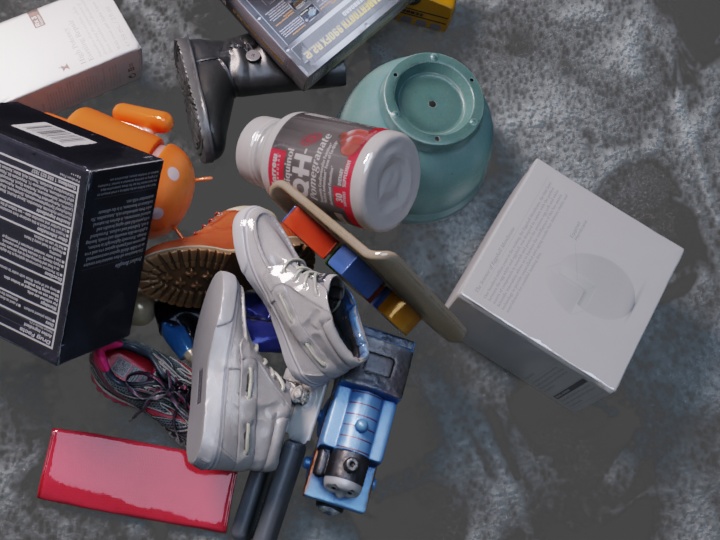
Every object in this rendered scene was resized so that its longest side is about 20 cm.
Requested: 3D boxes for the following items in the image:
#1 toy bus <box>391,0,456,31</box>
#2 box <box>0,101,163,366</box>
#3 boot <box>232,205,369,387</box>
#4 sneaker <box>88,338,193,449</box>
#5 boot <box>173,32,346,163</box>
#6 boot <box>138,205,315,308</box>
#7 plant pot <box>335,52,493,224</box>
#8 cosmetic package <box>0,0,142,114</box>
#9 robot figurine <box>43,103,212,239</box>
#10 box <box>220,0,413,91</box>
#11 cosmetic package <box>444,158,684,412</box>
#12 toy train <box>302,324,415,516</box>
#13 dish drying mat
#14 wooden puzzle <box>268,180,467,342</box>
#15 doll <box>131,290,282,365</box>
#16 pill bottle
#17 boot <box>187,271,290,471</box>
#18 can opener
[{"bbox_3d":[0.025,-0.370,1.281,0.199,0.078,0.065,13,70,-6],"label":"toy bus"},{"bbox_3d":[-0.324,-0.044,1.003,0.199,0.123,0.200,22,109,19],"label":"box"},{"bbox_3d":[-0.054,0.014,1.022,0.073,0.095,0.201,-23,88,-48],"label":"boot"},{"bbox_3d":[-0.198,0.135,1.063,0.199,0.075,0.081,23,68,-2],"label":"sneaker"},{"bbox_3d":[-0.112,-0.220,1.216,0.199,0.066,0.166,-10,74,-18],"label":"boot"},{"bbox_3d":[-0.161,-0.021,1.108,0.199,0.075,0.107,-7,40,-29],"label":"boot"},{"bbox_3d":[0.073,-0.174,1.190,0.199,0.134,0.202,3,69,-9],"label":"plant pot"},{"bbox_3d":[-0.366,-0.243,1.169,0.199,0.074,0.102,-29,77,-19],"label":"cosmetic package"},{"bbox_3d":[-0.269,-0.108,1.113,0.199,0.117,0.144,24,43,-3],"label":"robot figurine"},{"bbox_3d":[-0.045,-0.336,1.195,0.200,0.048,0.158,-43,88,-14],"label":"box"},{"bbox_3d":[0.225,0.019,1.155,0.199,0.123,0.200,33,68,1],"label":"cosmetic package"},{"bbox_3d":[-0.004,0.159,1.068,0.086,0.114,0.201,18,68,-3],"label":"toy train"},{"bbox_3d":[-0.232,0.220,1.056,0.199,0.018,0.077,12,76,-7],"label":"dish drying mat"},{"bbox_3d":[0.000,0.000,1.056,0.046,0.185,0.200,-51,46,-6],"label":"wooden puzzle"},{"bbox_3d":[-0.165,0.053,1.108,0.199,0.049,0.137,10,51,-5],"label":"doll"},{"bbox_3d":[-0.041,-0.117,1.124,0.199,0.111,0.111,17,63,35],"label":"pill bottle"},{"bbox_3d":[-0.119,0.106,1.032,0.095,0.073,0.201,12,74,-25],"label":"boot"},{"bbox_3d":[-0.080,0.196,1.071,0.052,0.066,0.201,13,75,20],"label":"can opener"}]
